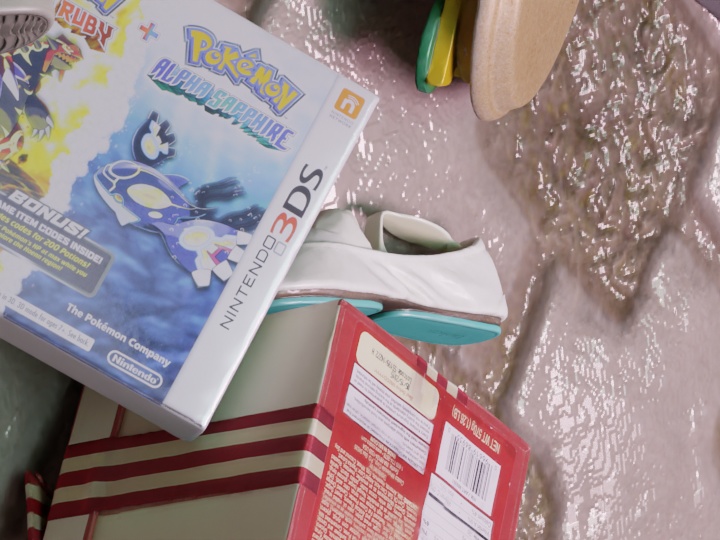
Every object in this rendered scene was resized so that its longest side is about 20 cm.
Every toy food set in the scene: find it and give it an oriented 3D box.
[{"bbox_3d":[0.085,-0.176,1.549,0.198,0.049,0.201,-26,132,-73],"label":"toy food set"}]

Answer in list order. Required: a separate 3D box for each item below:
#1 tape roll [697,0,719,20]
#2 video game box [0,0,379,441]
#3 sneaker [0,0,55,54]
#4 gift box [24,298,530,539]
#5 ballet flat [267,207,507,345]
[{"bbox_3d":[0.267,-0.232,1.742,0.200,0.066,0.201,-9,104,-41],"label":"tape roll"},{"bbox_3d":[-0.118,-0.049,1.362,0.200,0.047,0.183,29,72,-7],"label":"video game box"},{"bbox_3d":[-0.240,-0.141,1.295,0.199,0.075,0.107,-7,72,-27],"label":"sneaker"},{"bbox_3d":[-0.040,0.123,1.439,0.185,0.186,0.200,44,48,-36],"label":"gift box"},{"bbox_3d":[0.000,0.000,1.541,0.200,0.069,0.070,7,92,-47],"label":"ballet flat"}]
